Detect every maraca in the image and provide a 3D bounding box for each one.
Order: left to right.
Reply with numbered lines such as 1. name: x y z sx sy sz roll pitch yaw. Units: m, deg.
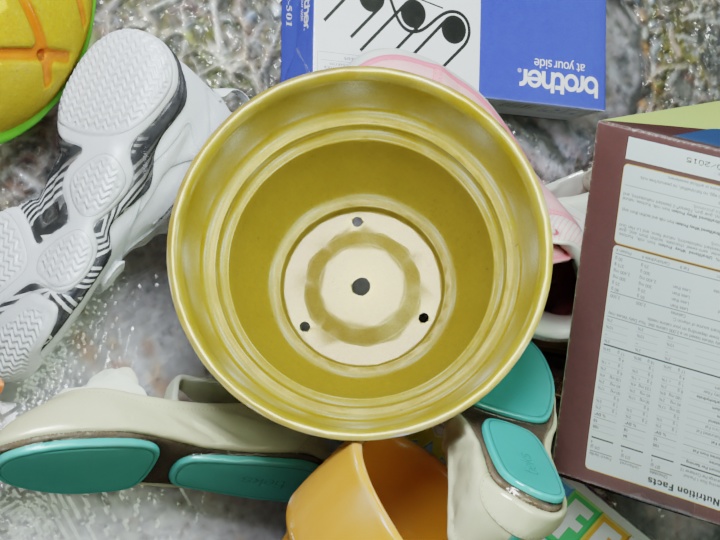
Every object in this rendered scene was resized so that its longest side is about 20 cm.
1. maraca: -0.193 -0.160 1.393 0.137 0.107 0.201 31 69 -30

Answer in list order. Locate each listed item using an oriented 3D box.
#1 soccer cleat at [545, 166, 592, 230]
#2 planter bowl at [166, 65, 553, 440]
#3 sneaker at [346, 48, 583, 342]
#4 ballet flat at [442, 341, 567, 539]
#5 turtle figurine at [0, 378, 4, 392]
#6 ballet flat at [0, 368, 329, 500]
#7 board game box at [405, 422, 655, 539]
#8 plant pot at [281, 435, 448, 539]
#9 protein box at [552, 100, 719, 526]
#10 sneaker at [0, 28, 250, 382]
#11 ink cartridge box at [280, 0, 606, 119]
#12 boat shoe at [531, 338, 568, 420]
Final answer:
1. soccer cleat: 0.166 -0.026 1.599 0.199 0.069 0.078 1 96 -26
2. planter bowl: 0.000 0.000 1.418 0.199 0.083 0.201 0 74 1
3. sneaker: 0.067 -0.039 1.483 0.075 0.105 0.200 -41 104 6
4. ballet flat: 0.067 0.096 1.403 0.069 0.200 0.070 1 113 2
5. turtle figurine: -0.272 0.019 1.345 0.161 0.064 0.201 -17 119 -23
6. ballet flat: -0.110 0.085 1.434 0.199 0.069 0.070 8 80 -29
7. board game box: 0.075 0.164 1.514 0.200 0.034 0.135 39 92 -19
8. plant pot: 0.002 0.215 1.398 0.183 0.200 0.200 -43 108 13
9. protein box: 0.224 0.019 1.480 0.198 0.135 0.201 -12 113 -52
10. sneaker: -0.128 -0.024 1.425 0.115 0.075 0.201 19 100 -53
11. ink cartridge box: 0.051 -0.145 1.564 0.199 0.044 0.094 4 83 -29
12. boat shoe: 0.105 0.071 1.551 0.199 0.070 0.071 6 83 -25
